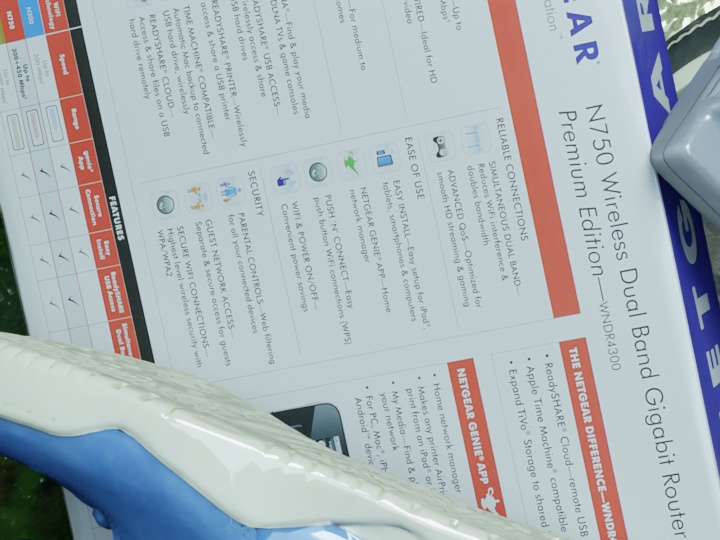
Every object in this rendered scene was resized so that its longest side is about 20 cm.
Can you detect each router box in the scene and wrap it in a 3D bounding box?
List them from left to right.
[{"bbox_3d":[0.000,0.000,0.753,0.179,0.049,0.200,-10,94,17],"label":"router box"}]

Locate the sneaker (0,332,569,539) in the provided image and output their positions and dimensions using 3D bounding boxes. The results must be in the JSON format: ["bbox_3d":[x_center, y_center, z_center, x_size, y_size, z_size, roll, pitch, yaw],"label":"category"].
[{"bbox_3d":[-0.029,0.095,0.706,0.200,0.077,0.111,22,94,6],"label":"sneaker"}]

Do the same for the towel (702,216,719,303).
[{"bbox_3d":[0.123,0.049,0.801,0.200,0.031,0.149,10,76,25],"label":"towel"}]

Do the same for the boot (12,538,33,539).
[{"bbox_3d":[-0.136,0.182,0.723,0.073,0.182,0.200,41,110,-16],"label":"boot"}]

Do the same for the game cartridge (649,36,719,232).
[{"bbox_3d":[0.171,-0.057,0.745,0.133,0.041,0.200,41,64,-11],"label":"game cartridge"}]

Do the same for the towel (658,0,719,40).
[{"bbox_3d":[0.040,-0.136,0.861,0.148,0.036,0.200,-7,84,0],"label":"towel"}]

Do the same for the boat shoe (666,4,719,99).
[{"bbox_3d":[0.157,-0.084,0.829,0.199,0.075,0.066,-23,55,-14],"label":"boat shoe"}]
